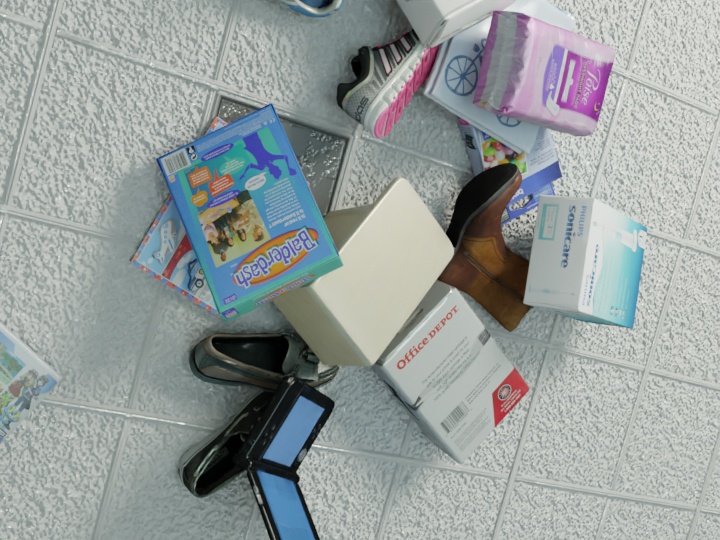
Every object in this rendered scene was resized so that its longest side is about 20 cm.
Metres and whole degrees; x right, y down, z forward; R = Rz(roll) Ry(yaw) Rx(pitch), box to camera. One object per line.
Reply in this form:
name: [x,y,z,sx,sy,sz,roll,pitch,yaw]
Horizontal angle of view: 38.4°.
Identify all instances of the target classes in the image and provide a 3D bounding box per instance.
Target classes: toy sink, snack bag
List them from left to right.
toy sink: [0.000,0.000,1.277,0.131,0.111,0.201,51,60,-23]
snack bag: [0.183,-0.279,1.334,0.187,0.021,0.203,23,85,-32]

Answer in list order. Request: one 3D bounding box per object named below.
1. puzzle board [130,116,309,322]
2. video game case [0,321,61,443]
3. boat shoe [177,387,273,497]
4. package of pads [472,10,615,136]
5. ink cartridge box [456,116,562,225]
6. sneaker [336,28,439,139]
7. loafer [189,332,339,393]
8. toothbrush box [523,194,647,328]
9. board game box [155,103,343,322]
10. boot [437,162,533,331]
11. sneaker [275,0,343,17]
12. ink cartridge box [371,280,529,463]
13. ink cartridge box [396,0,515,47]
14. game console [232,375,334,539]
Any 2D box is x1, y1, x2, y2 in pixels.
puzzle board: [-0.165,-0.058,1.250,0.150,0.017,0.202,33,85,-27]
video game case: [-0.464,0.121,1.135,0.183,0.022,0.200,-47,115,-11]
boat shoe: [-0.137,0.209,1.290,0.199,0.063,0.071,-42,114,-14]
package of pads: [0.231,-0.243,1.295,0.198,0.075,0.123,5,103,-45]
ink cartridge box: [0.204,-0.167,1.402,0.118,0.042,0.203,-27,112,-19]
sneaker: [0.035,-0.256,1.277,0.086,0.074,0.201,27,64,12]
loafer: [-0.109,0.109,1.272,0.196,0.063,0.073,3,60,-25]
toothbrush box: [0.309,-0.009,1.405,0.199,0.084,0.150,14,84,-55]
board game box: [-0.126,-0.066,1.173,0.150,0.045,0.203,-24,75,0]
boot: [0.201,-0.026,1.387,0.199,0.069,0.189,32,103,-27]
sneaker: [-0.104,-0.352,1.192,0.197,0.072,0.073,17,94,-27]
ink cartridge box: [0.112,0.132,1.388,0.144,0.083,0.201,-44,116,-11]
ink cartridge box: [0.094,-0.392,1.234,0.144,0.085,0.202,-30,87,-17]
game console: [-0.065,0.243,1.248,0.178,0.115,0.200,-58,161,-7]
